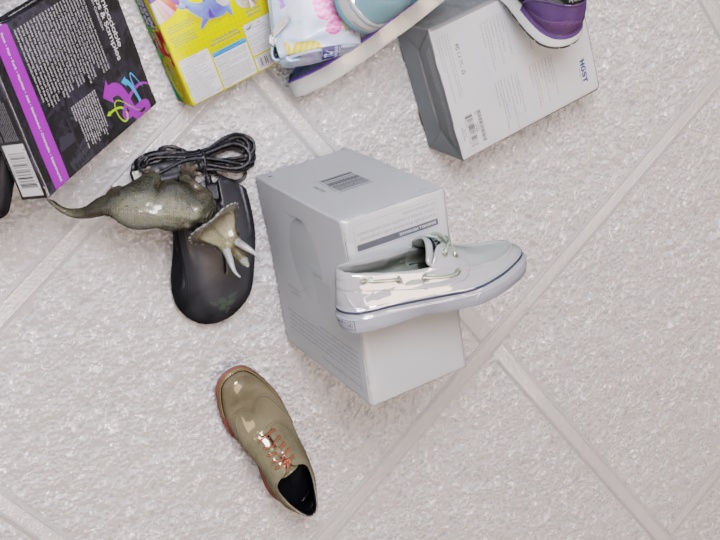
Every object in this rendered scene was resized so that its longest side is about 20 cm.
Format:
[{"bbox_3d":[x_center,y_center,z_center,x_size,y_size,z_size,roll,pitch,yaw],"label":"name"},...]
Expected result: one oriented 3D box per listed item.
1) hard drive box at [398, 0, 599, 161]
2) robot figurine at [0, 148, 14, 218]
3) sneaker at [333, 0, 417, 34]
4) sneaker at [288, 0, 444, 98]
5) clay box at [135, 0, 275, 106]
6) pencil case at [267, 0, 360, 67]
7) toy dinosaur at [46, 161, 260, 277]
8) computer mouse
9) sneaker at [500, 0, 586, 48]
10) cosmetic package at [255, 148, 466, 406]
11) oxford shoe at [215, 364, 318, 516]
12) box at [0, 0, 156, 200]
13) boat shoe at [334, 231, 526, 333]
[{"bbox_3d":[0.155,-0.238,1.295,0.199,0.077,0.157,-28,119,-19],"label":"hard drive box"},{"bbox_3d":[-0.385,-0.102,0.997,0.124,0.150,0.201,-6,111,-53],"label":"robot figurine"},{"bbox_3d":[0.043,-0.326,1.071,0.079,0.130,0.202,15,69,-44],"label":"sneaker"},{"bbox_3d":[-0.021,-0.288,1.189,0.199,0.081,0.147,-35,100,4],"label":"sneaker"},{"bbox_3d":[-0.158,-0.274,1.118,0.114,0.048,0.201,-30,118,-19],"label":"clay box"},{"bbox_3d":[-0.060,-0.295,1.114,0.090,0.083,0.202,-11,92,-13],"label":"pencil case"},{"bbox_3d":[-0.190,-0.064,1.101,0.199,0.102,0.077,15,101,-18],"label":"toy dinosaur"},{"bbox_3d":[-0.156,-0.032,1.199,0.138,0.053,0.201,-15,113,-26],"label":"computer mouse"},{"bbox_3d":[0.161,-0.323,1.198,0.076,0.200,0.088,-36,156,-22],"label":"sneaker"},{"bbox_3d":[0.000,0.000,1.212,0.122,0.199,0.201,-19,115,-24],"label":"cosmetic package"},{"bbox_3d":[-0.094,0.191,1.297,0.070,0.075,0.201,-36,121,-14],"label":"oxford shoe"},{"bbox_3d":[-0.261,-0.172,1.032,0.200,0.036,0.144,-56,136,-52],"label":"box"},{"bbox_3d":[0.068,-0.001,1.086,0.199,0.073,0.067,-20,118,-23],"label":"boat shoe"}]
